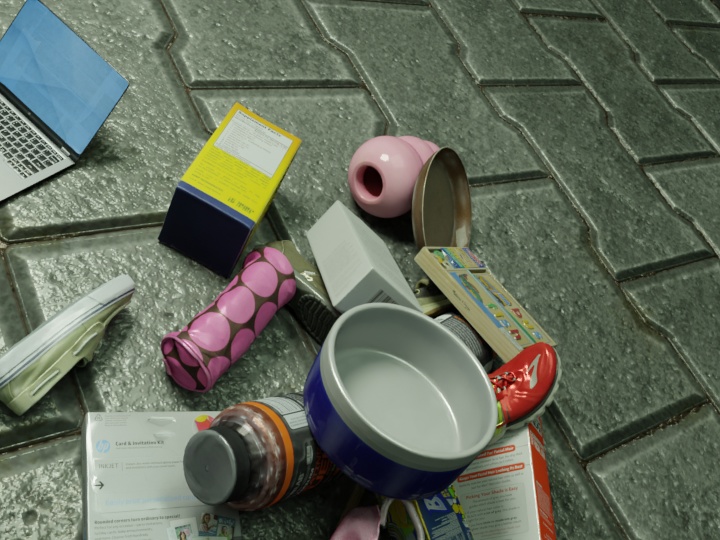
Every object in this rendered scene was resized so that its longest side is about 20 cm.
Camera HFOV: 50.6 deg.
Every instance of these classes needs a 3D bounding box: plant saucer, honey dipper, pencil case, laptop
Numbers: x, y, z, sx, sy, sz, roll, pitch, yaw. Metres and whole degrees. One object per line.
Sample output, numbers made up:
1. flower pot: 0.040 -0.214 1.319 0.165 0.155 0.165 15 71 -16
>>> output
1. plant saucer: 0.124 -0.087 1.171 0.032 0.203 0.201 1 34 30
2. honey dipper: -0.003 0.256 0.891 0.038 0.038 0.201 34 49 -1
3. pencil case: -0.159 0.058 0.922 0.200 0.092 0.092 -48 130 -46
4. laptop: -0.436 -0.220 0.959 0.187 0.116 0.200 41 45 6

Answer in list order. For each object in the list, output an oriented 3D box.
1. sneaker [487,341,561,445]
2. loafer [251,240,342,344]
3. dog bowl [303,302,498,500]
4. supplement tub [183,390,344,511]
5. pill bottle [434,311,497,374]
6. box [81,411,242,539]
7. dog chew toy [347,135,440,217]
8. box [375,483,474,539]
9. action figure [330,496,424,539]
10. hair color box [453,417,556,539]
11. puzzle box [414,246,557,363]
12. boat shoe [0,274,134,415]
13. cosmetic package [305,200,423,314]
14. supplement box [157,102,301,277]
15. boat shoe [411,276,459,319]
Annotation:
1. sneaker: 0.157 0.155 0.917 0.085 0.199 0.077 49 1 -39
2. loafer: -0.058 0.027 1.013 0.200 0.075 0.069 44 49 9
3. dog bowl: 0.042 0.134 0.806 0.197 0.079 0.202 19 38 -16
4. supplement tub: -0.091 0.187 0.799 0.199 0.107 0.108 0 51 -57
5. pill bottle: 0.106 0.121 1.012 0.199 0.107 0.107 -24 68 -41
6. box: -0.201 0.243 0.775 0.154 0.041 0.202 5 54 -29
7. dog chew toy: 0.069 -0.158 1.214 0.125 0.125 0.199 49 38 13
8. box: 0.056 0.236 0.871 0.064 0.070 0.203 -5 68 -39
9. action figure: -0.024 0.329 0.734 0.135 0.148 0.199 60 34 2
10. hair color box: 0.169 0.266 0.922 0.064 0.110 0.202 47 34 -40
11. puzzle box: 0.174 0.044 1.051 0.200 0.026 0.132 50 26 24
12. boat shoe: -0.318 0.077 0.833 0.063 0.071 0.200 57 47 -13
13. cosmetic package: 0.000 0.000 0.998 0.101 0.071 0.201 41 13 -29
14. supplement box: -0.173 -0.111 1.032 0.108 0.110 0.201 29 46 -7
15. boat shoe: 0.103 0.040 1.100 0.198 0.073 0.065 -15 68 -38
